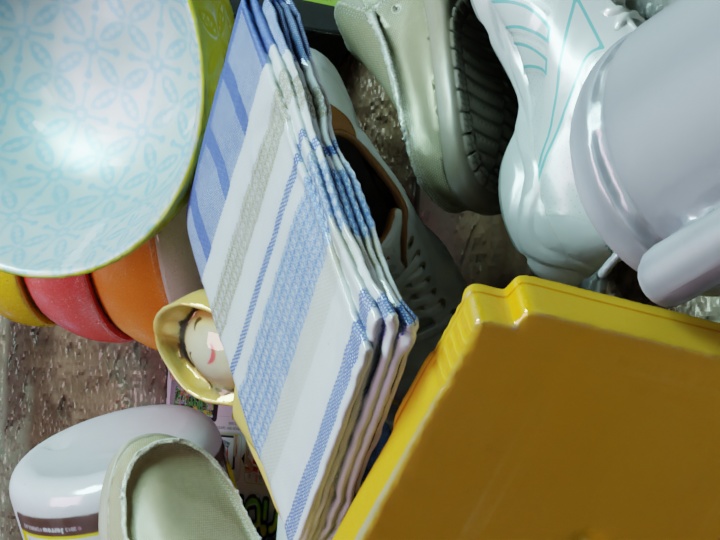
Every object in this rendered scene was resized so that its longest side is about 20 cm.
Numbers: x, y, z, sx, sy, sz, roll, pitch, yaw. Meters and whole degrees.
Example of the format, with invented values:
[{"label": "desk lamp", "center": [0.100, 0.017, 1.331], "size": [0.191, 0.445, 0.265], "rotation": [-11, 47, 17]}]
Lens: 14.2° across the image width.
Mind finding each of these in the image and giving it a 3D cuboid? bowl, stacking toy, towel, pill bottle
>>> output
[{"label": "bowl", "center": [-0.130, -0.106, 1.335], "size": [0.200, 0.108, 0.201], "rotation": [8, 108, 26]}, {"label": "stacking toy", "center": [-0.152, -0.016, 1.452], "size": [0.200, 0.146, 0.146], "rotation": [-6, 79, 15]}, {"label": "towel", "center": [-0.028, 0.000, 1.178], "size": [0.147, 0.024, 0.200], "rotation": [109, 150, -42]}, {"label": "pill bottle", "center": [-0.098, 0.176, 1.447], "size": [0.109, 0.109, 0.200], "rotation": [14, 124, 58]}]

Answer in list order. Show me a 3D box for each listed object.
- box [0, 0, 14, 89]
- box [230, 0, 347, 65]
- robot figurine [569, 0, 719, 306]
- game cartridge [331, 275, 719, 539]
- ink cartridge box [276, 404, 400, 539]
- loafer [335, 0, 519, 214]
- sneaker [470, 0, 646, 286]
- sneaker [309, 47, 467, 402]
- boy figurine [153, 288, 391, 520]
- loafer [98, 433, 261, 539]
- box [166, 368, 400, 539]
[{"label": "box", "center": [-0.211, -0.163, 1.430], "size": [0.122, 0.106, 0.200], "rotation": [24, 104, 58]}, {"label": "box", "center": [-0.119, -0.118, 1.517], "size": [0.200, 0.148, 0.124], "rotation": [-51, 45, 42]}, {"label": "robot figurine", "center": [0.156, -0.059, 1.101], "size": [0.200, 0.113, 0.170], "rotation": [-33, 19, 53]}, {"label": "game cartridge", "center": [0.086, 0.096, 1.140], "size": [0.032, 0.176, 0.200], "rotation": [-103, 33, -51]}, {"label": "ink cartridge box", "center": [0.026, 0.166, 1.313], "size": [0.145, 0.083, 0.200], "rotation": [6, 92, 59]}, {"label": "loafer", "center": [0.031, -0.103, 1.322], "size": [0.068, 0.076, 0.200], "rotation": [-30, 50, 29]}, {"label": "sneaker", "center": [0.099, -0.095, 1.256], "size": [0.080, 0.070, 0.201], "rotation": [-24, 66, 35]}, {"label": "sneaker", "center": [0.000, 0.000, 1.290], "size": [0.073, 0.200, 0.085], "rotation": [-28, 33, 5]}, {"label": "boy figurine", "center": [-0.028, 0.059, 1.265], "size": [0.200, 0.064, 0.125], "rotation": [49, 145, 46]}, {"label": "loafer", "center": [-0.063, 0.160, 1.318], "size": [0.068, 0.076, 0.200], "rotation": [-46, 56, 50]}, {"label": "box", "center": [-0.039, 0.087, 1.475], "size": [0.200, 0.035, 0.110], "rotation": [0, 87, 58]}]
